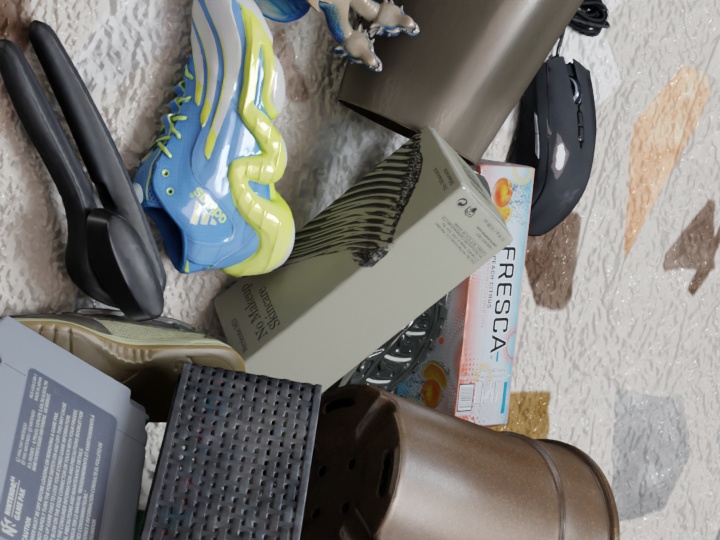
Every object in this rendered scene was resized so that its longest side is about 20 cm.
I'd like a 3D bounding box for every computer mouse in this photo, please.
[{"bbox_3d":[0.144,-0.130,1.553,0.140,0.046,0.202,13,89,-45],"label":"computer mouse"}]

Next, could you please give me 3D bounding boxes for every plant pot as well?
[{"bbox_3d":[0.047,0.182,1.405,0.197,0.200,0.202,29,78,-35],"label":"plant pot"}]

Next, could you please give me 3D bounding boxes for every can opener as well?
[{"bbox_3d":[-0.172,-0.063,1.259,0.063,0.078,0.201,-32,107,-41],"label":"can opener"}]

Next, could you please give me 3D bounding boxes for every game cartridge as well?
[{"bbox_3d":[-0.190,0.121,1.147,0.133,0.042,0.201,30,34,-21],"label":"game cartridge"}]

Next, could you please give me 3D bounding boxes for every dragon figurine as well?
[{"bbox_3d":[-0.052,-0.203,1.326,0.199,0.099,0.059,31,79,2],"label":"dragon figurine"}]

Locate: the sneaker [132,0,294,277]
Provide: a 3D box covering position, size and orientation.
[{"bbox_3d":[-0.104,-0.089,1.308,0.104,0.076,0.202,-15,99,-30],"label":"sneaker"}]

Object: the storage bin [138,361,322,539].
[{"bbox_3d":[-0.084,0.167,1.209,0.201,0.093,0.136,-84,-177,-55],"label":"storage bin"}]

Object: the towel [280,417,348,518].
[{"bbox_3d":[-0.052,0.211,1.452,0.143,0.023,0.202,-31,118,-35],"label":"towel"}]

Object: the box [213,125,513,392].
[{"bbox_3d":[0.000,0.000,1.354,0.200,0.082,0.068,-39,129,9],"label":"box"}]

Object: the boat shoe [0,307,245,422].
[{"bbox_3d":[-0.174,0.061,1.278,0.199,0.065,0.074,9,104,-31],"label":"boat shoe"}]

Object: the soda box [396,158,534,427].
[{"bbox_3d":[0.079,0.016,1.505,0.063,0.068,0.202,1,98,-44],"label":"soda box"}]

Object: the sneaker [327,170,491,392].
[{"bbox_3d":[0.024,0.008,1.457,0.074,0.079,0.201,11,107,-55],"label":"sneaker"}]

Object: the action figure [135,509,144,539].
[{"bbox_3d":[-0.170,0.259,1.315,0.118,0.054,0.202,10,86,-65],"label":"action figure"}]

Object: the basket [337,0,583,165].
[{"bbox_3d":[0.073,-0.189,1.409,0.201,0.179,0.136,-64,155,1],"label":"basket"}]
